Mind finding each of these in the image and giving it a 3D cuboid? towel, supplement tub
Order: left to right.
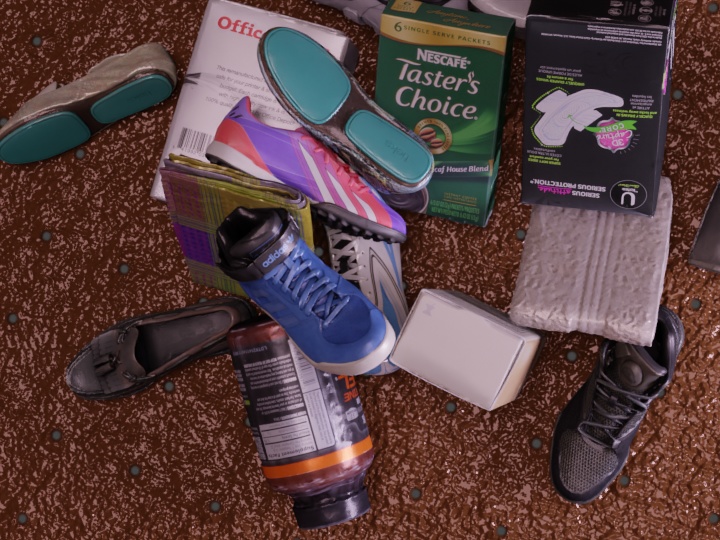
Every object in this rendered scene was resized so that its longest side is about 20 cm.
[{"bbox_3d":[-0.106,-0.032,1.669,0.143,0.200,0.023,15,60,13],"label":"towel"},{"bbox_3d":[-0.050,0.135,1.674,0.107,0.107,0.201,-15,94,9],"label":"supplement tub"},{"bbox_3d":[0.212,-0.017,1.633,0.132,0.035,0.200,8,49,11],"label":"towel"}]

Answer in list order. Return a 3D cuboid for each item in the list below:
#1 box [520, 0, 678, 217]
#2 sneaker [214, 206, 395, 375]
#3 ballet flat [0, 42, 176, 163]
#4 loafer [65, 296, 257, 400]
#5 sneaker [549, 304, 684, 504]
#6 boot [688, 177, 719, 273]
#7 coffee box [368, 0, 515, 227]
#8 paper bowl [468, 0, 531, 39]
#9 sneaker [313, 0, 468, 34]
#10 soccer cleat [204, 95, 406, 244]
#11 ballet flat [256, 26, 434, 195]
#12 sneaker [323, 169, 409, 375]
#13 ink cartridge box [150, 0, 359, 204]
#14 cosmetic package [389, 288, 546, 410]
[{"bbox_3d":[0.213,-0.172,1.593,0.124,0.149,0.201,7,130,11],"label":"box"},{"bbox_3d":[-0.056,0.010,1.554,0.077,0.111,0.200,-43,43,-8],"label":"sneaker"},{"bbox_3d":[-0.273,-0.166,1.779,0.199,0.068,0.063,-22,54,4],"label":"ballet flat"},{"bbox_3d":[-0.199,0.070,1.734,0.199,0.063,0.072,-21,82,8],"label":"loafer"},{"bbox_3d":[0.227,0.119,1.629,0.076,0.114,0.200,32,93,13],"label":"sneaker"},{"bbox_3d":[0.406,-0.077,1.634,0.181,0.073,0.201,12,81,25],"label":"boot"},{"bbox_3d":[0.072,-0.145,1.661,0.122,0.044,0.201,13,123,12],"label":"coffee box"},{"bbox_3d":[0.172,-0.321,1.681,0.200,0.104,0.202,-1,86,11],"label":"paper bowl"},{"bbox_3d":[0.025,-0.238,1.709,0.199,0.075,0.115,8,122,39],"label":"sneaker"},{"bbox_3d":[-0.040,-0.088,1.641,0.199,0.068,0.073,26,83,3],"label":"soccer cleat"},{"bbox_3d":[-0.020,-0.139,1.641,0.200,0.074,0.074,45,94,2],"label":"ballet flat"},{"bbox_3d":[0.000,0.000,1.687,0.072,0.072,0.201,-17,89,33],"label":"sneaker"},{"bbox_3d":[-0.098,-0.142,1.723,0.145,0.084,0.201,17,88,9],"label":"ink cartridge box"},{"bbox_3d":[0.099,0.069,1.609,0.105,0.200,0.071,26,94,12],"label":"cosmetic package"}]
